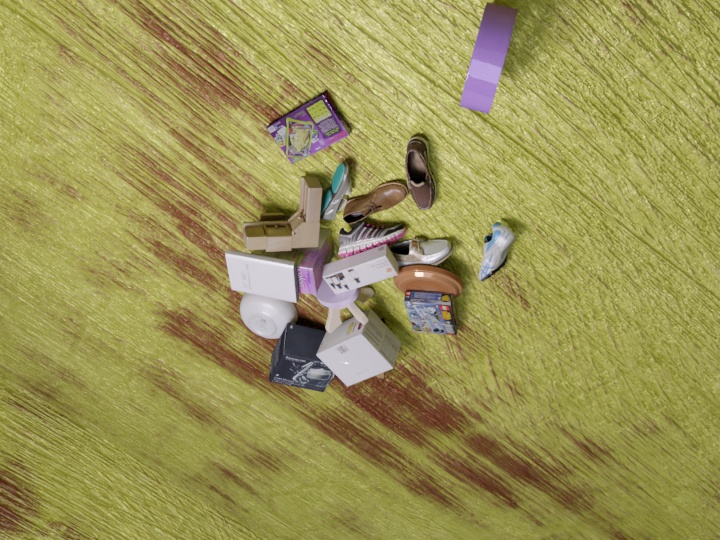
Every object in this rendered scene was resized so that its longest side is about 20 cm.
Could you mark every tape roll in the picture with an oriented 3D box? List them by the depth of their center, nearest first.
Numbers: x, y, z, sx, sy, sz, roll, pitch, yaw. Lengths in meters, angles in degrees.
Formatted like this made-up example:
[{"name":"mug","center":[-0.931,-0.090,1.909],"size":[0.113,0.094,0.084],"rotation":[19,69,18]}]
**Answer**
[{"name":"tape roll","center":[0.256,-0.425,1.259],"size":[0.064,0.202,0.203],"rotation":[14,133,6]}]

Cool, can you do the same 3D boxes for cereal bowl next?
[{"name":"cereal bowl","center":[-0.310,0.152,2.054],"size":[0.196,0.084,0.203],"rotation":[11,133,12]}]

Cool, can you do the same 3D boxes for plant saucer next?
[{"name":"plant saucer","center":[0.189,0.044,1.757],"size":[0.196,0.033,0.201],"rotation":[10,154,5]}]

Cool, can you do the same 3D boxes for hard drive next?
[{"name":"hard drive","center":[-0.267,0.016,1.713],"size":[0.196,0.027,0.134],"rotation":[11,131,12]}]

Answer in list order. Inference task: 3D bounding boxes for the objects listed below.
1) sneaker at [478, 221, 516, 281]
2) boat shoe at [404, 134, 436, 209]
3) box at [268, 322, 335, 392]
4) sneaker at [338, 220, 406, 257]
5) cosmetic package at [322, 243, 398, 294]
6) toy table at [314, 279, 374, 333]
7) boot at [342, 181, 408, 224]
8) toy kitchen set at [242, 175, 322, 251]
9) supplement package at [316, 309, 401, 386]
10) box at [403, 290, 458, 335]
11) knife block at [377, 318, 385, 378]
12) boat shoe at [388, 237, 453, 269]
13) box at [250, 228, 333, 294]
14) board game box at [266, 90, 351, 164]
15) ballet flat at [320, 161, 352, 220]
[{"name":"sneaker","center":[0.352,-0.048,1.653],"size":[0.073,0.071,0.202],"rotation":[46,147,25]},{"name":"boat shoe","center":[0.142,-0.229,1.558],"size":[0.073,0.075,0.205],"rotation":[-1,129,21]},{"name":"box","center":[-0.179,0.288,2.051],"size":[0.196,0.126,0.198],"rotation":[14,140,-15]},{"name":"sneaker","center":[0.025,-0.103,1.710],"size":[0.196,0.089,0.074],"rotation":[-17,168,9]},{"name":"cosmetic package","center":[0.000,0.000,1.723],"size":[0.197,0.051,0.083],"rotation":[-19,133,22]},{"name":"toy table","center":[-0.051,0.085,1.844],"size":[0.182,0.200,0.118],"rotation":[-35,123,-4]},{"name":"boot","center":[0.038,-0.172,1.649],"size":[0.197,0.076,0.074],"rotation":[-19,120,31]},{"name":"toy kitchen set","center":[-0.222,-0.174,1.705],"size":[0.196,0.164,0.184],"rotation":[-4,123,-18]},{"name":"supplement package","center":[-0.005,0.238,1.907],"size":[0.198,0.112,0.156],"rotation":[-28,114,36]},{"name":"box","center":[0.209,0.125,1.823],"size":[0.134,0.041,0.201],"rotation":[5,151,17]},{"name":"knife block","center":[0.059,0.239,2.004],"size":[0.200,0.064,0.175],"rotation":[42,131,-17]},{"name":"boat shoe","center":[0.157,-0.051,1.709],"size":[0.197,0.076,0.069],"rotation":[-16,129,32]},{"name":"box","center":[-0.195,-0.037,1.782],"size":[0.196,0.177,0.098],"rotation":[6,132,14]},{"name":"board game box","center":[-0.132,-0.357,1.583],"size":[0.197,0.032,0.121],"rotation":[-18,117,33]},{"name":"ballet flat","center":[-0.057,-0.210,1.670],"size":[0.063,0.068,0.201],"rotation":[8,140,-25]}]
